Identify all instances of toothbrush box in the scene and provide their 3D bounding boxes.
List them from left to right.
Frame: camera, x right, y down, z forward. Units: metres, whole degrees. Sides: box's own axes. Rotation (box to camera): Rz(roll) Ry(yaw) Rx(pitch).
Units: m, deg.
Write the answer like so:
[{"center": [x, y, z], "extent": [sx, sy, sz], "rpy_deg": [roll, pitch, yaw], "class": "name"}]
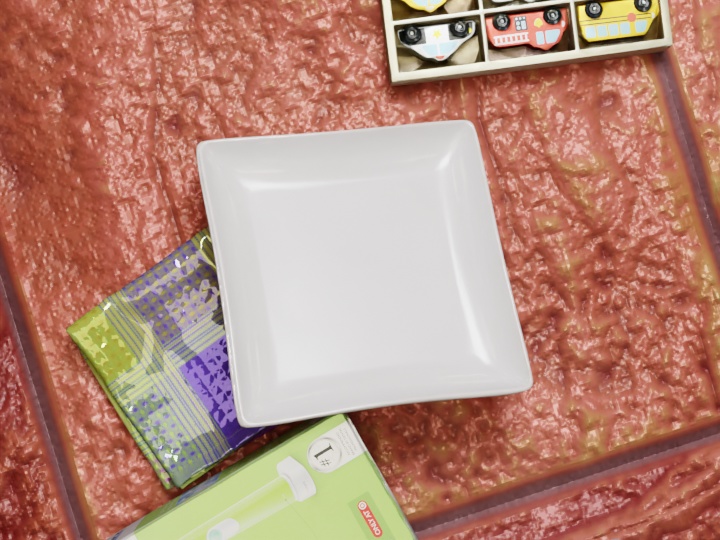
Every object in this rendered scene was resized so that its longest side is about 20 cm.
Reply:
[{"center": [-0.062, 0.201, 1.018], "extent": [0.199, 0.086, 0.146], "rpy_deg": [-31, 90, -4], "class": "toothbrush box"}]

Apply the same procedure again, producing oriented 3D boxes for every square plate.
[{"center": [0.000, 0.000, 1.018], "extent": [0.198, 0.028, 0.200], "rpy_deg": [-6, 69, -15], "class": "square plate"}]

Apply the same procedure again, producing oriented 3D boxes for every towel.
[{"center": [-0.085, 0.042, 1.052], "extent": [0.199, 0.023, 0.144], "rpy_deg": [-33, 91, -3], "class": "towel"}]

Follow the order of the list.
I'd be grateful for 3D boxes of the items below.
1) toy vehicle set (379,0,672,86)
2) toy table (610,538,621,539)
[{"center": [0.110, -0.203, 1.062], "extent": [0.198, 0.027, 0.125], "rpy_deg": [-8, 89, -3], "class": "toy vehicle set"}, {"center": [0.201, 0.286, 0.992], "extent": [0.200, 0.184, 0.117], "rpy_deg": [42, 71, 11], "class": "toy table"}]
